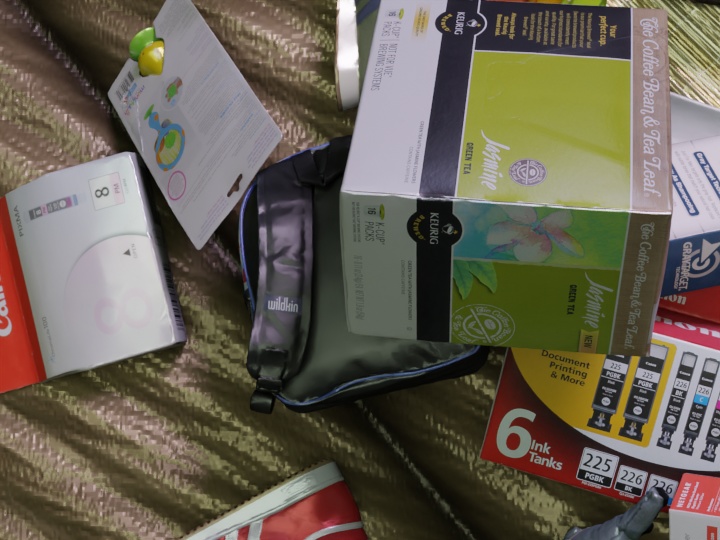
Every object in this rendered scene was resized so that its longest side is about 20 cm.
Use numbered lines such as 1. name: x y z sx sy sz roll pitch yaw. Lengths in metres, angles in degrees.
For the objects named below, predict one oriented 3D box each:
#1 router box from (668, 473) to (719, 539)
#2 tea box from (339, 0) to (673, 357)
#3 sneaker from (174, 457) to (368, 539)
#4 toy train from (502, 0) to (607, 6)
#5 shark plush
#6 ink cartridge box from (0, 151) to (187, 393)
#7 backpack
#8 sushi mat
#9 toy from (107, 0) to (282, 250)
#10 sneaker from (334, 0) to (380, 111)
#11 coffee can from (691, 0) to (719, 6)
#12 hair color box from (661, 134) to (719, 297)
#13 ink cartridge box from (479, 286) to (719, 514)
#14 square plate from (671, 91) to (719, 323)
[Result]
1. router box: 0.309 0.248 1.022 0.179 0.049 0.200 6 118 24
2. tea box: 0.098 -0.065 0.947 0.196 0.134 0.200 4 46 8
3. sneaker: -0.083 0.241 1.137 0.200 0.071 0.113 -30 79 3
4. toy train: 0.137 -0.211 1.120 0.116 0.085 0.200 20 66 16
5. shark plush: 0.162 0.236 1.069 0.200 0.083 0.091 -38 86 28
6. ink cartridge box: -0.255 0.008 1.191 0.200 0.057 0.163 -15 84 2
7. backpack: 0.000 0.000 1.101 0.200 0.154 0.191 -14 80 0
8. sushi mat: 0.284 -0.167 1.142 0.096 0.012 0.200 -44 81 2
9. toy: -0.123 -0.120 1.149 0.115 0.047 0.200 -52 53 22
10. sneaker: 0.026 -0.224 1.162 0.090 0.067 0.201 2 86 1
11. coffee can: 0.294 -0.311 1.078 0.146 0.146 0.200 4 82 8
12. hair color box: 0.194 -0.031 1.043 0.200 0.061 0.100 -11 45 -4
13. ink cartridge box: 0.207 0.075 1.078 0.200 0.084 0.176 15 105 9
14. square plate: 0.206 -0.045 1.132 0.200 0.028 0.198 22 93 9
